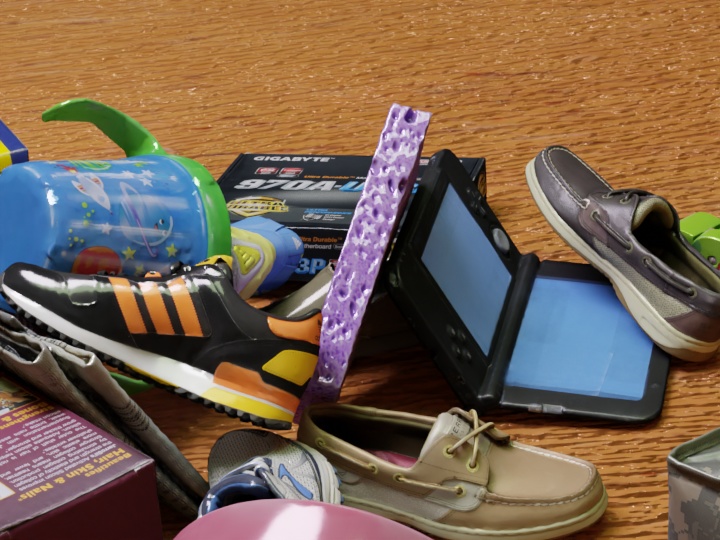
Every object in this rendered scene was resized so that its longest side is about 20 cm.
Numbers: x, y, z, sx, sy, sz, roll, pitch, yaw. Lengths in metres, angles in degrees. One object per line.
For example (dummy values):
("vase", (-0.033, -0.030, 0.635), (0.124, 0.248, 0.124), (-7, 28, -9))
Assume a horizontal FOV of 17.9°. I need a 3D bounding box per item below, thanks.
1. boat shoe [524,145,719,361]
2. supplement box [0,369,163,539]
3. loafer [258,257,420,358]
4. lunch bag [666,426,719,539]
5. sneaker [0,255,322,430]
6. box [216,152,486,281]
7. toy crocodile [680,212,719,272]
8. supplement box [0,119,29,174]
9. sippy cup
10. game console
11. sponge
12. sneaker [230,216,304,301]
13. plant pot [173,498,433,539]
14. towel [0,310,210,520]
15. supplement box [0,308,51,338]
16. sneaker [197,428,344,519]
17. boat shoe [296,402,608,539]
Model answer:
("boat shoe", (0.192, -0.025, 1.577), (0.073, 0.065, 0.200), (-7, 48, -46))
("supplement box", (-0.214, 0.130, 1.310), (0.110, 0.086, 0.200), (-24, 32, -34))
("loafer", (-0.028, 0.027, 1.578), (0.200, 0.070, 0.075), (-17, 30, -22))
("lunch bag", (0.260, 0.174, 1.158), (0.118, 0.164, 0.200), (-24, 33, -36))
("sneaker", (-0.119, 0.024, 1.393), (0.200, 0.090, 0.070), (24, -7, 3))
("box", (-0.016, -0.040, 1.711), (0.200, 0.046, 0.159), (2, 23, 14))
("toy crocodile", (0.297, 0.002, 1.592), (0.200, 0.062, 0.068), (19, 36, 30))
("supplement box", (-0.352, -0.038, 1.713), (0.200, 0.109, 0.110), (-17, 31, -21))
("sippy cup", (-0.175, -0.016, 1.488), (0.130, 0.140, 0.178), (8, 30, -41))
("game console", (0.121, 0.006, 1.553), (0.116, 0.176, 0.200), (-26, 20, 24))
("sponge", (0.000, 0.000, 1.487), (0.030, 0.112, 0.200), (18, 69, 2))
("sneaker", (-0.115, 0.008, 1.601), (0.105, 0.076, 0.200), (-15, 3, -42))
("plant pot", (-0.032, 0.238, 1.085), (0.200, 0.200, 0.179), (6, 45, 19))
("towel", (-0.193, 0.068, 1.417), (0.193, 0.200, 0.035), (25, 73, 43))
("supplement box", (-0.288, 0.036, 1.543), (0.103, 0.131, 0.200), (15, 34, 33))
("sneaker", (-0.056, 0.139, 1.334), (0.077, 0.085, 0.200), (-45, 31, 4))
("boat shoe", (0.052, 0.120, 1.397), (0.200, 0.066, 0.074), (3, 30, 15))
